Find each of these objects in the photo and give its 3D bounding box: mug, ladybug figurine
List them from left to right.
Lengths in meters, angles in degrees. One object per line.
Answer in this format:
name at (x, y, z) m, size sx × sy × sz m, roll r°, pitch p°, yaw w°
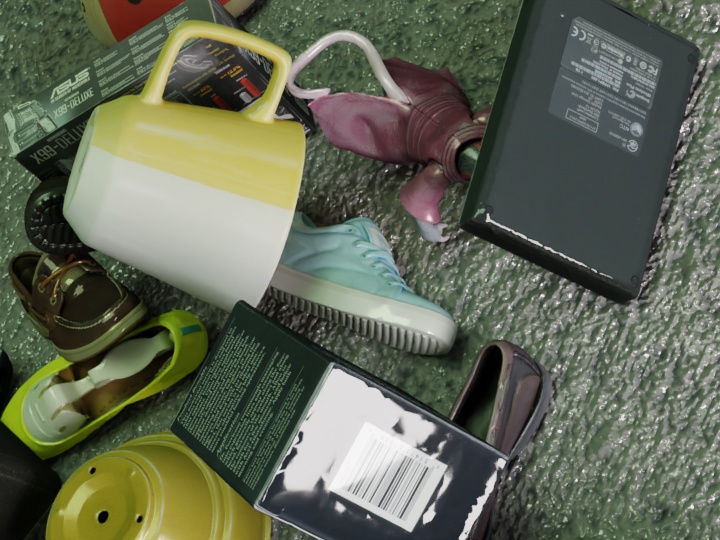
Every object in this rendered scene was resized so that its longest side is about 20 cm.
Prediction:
ladybug figurine at (-0.162, -0.260, 1.857) m, size 0.198 × 0.072 × 0.137 m, roll -17°, pitch 56°, yaw 23°
mug at (-0.132, -0.075, 1.598) m, size 0.149 × 0.152 × 0.188 m, roll 139°, pitch 146°, yaw -67°

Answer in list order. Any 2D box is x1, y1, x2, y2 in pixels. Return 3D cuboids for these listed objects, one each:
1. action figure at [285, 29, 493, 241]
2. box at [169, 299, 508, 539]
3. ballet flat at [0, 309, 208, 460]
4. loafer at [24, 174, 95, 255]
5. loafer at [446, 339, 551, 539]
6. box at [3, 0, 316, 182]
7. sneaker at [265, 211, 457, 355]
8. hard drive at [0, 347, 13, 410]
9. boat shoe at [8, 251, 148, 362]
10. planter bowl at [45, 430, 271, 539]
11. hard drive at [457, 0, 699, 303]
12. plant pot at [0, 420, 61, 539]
action figure at (0.061, -0.110, 1.592) m, size 0.134 × 0.149 × 0.200 m, roll -45°, pitch 36°, yaw -7°
box at (-0.019, 0.116, 1.449) m, size 0.108 × 0.148 × 0.200 m, roll -61°, pitch 23°, yaw 0°
ballet flat at (-0.210, 0.089, 1.682) m, size 0.199 × 0.067 × 0.067 m, roll -29°, pitch 85°, yaw 13°
loafer at (-0.171, -0.059, 1.693) m, size 0.071 × 0.198 × 0.074 m, roll -130°, pitch 44°, yaw -57°
loafer at (0.064, 0.139, 1.492) m, size 0.071 × 0.063 × 0.201 m, roll 18°, pitch 74°, yaw 37°
box at (-0.159, -0.117, 1.718) m, size 0.199 × 0.158 × 0.050 m, roll -30°, pitch 52°, yaw 15°
sneaker at (0.000, 0.000, 1.605) m, size 0.199 × 0.074 × 0.082 m, roll 21°, pitch 81°, yaw 38°
hard drive at (-0.369, 0.146, 1.772) m, size 0.134 × 0.042 × 0.201 m, roll 15°, pitch 74°, yaw 37°
boat shoe at (-0.230, 0.017, 1.694) m, size 0.072 × 0.072 × 0.200 m, roll -40°, pitch 22°, yaw -14°
planter bowl at (-0.171, 0.195, 1.594) m, size 0.199 × 0.083 × 0.202 m, roll -15°, pitch 58°, yaw 24°
hard drive at (0.158, -0.095, 1.526) m, size 0.033 × 0.139 × 0.202 m, roll -27°, pitch 42°, yaw 62°
plant pot at (-0.387, 0.160, 1.638) m, size 0.200 × 0.177 × 0.200 m, roll 38°, pitch 87°, yaw 33°
